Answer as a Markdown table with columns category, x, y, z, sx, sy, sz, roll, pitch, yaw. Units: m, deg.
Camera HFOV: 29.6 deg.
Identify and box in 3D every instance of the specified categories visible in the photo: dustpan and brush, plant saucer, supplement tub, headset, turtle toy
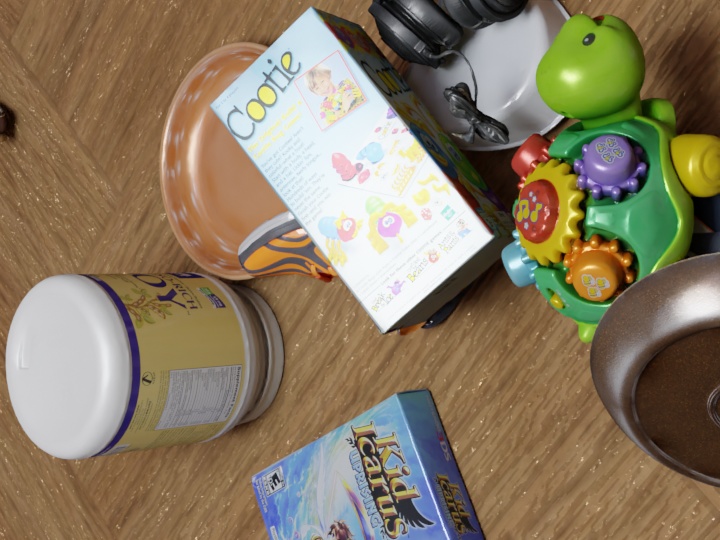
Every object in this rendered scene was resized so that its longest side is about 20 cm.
| category | x | y | z | sx | sy | sz | roll | pitch | yaw |
| --- | --- | --- | --- | --- | --- | --- | --- | --- | --- |
| dustpan and brush | 0.128 | -0.135 | 0.974 | 0.199 | 0.057 | 0.141 | 30 | 97 | 43 |
| plant saucer | 0.233 | 0.071 | 0.800 | 0.199 | 0.200 | 0.032 | -28 | 31 | 37 |
| plant saucer | -0.095 | -0.093 | 1.170 | 0.199 | 0.037 | 0.202 | 0 | 90 | 42 |
| supplement tub | -0.175 | 0.075 | 1.132 | 0.145 | 0.199 | 0.147 | 1 | 91 | 40 |
| headset | 0.071 | -0.181 | 0.965 | 0.123 | 0.094 | 0.201 | -30 | 41 | 31 |
| turtle toy | 0.147 | -0.056 | 0.844 | 0.145 | 0.100 | 0.202 | 9 | 94 | 61 |

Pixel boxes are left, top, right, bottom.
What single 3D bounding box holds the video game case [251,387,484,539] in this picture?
| category | x | y | z | sx | sy | sz | roll | pitch | yaw |
| --- | --- | --- | --- | --- | --- | --- | --- | --- | --- |
| video game case | 0.012 | 0.221 | 1.073 | 0.181 | 0.045 | 0.201 | -33 | 69 | 35 |

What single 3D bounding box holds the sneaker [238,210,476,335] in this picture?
| category | x | y | z | sx | sy | sz | roll | pitch | yaw |
| --- | --- | --- | --- | --- | --- | --- | --- | --- | --- |
| sneaker | 0.000 | 0.000 | 1.042 | 0.199 | 0.077 | 0.113 | -17 | 80 | 25 |

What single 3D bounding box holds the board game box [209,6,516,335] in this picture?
| category | x | y | z | sx | sy | sz | roll | pitch | yaw |
| --- | --- | --- | --- | --- | --- | --- | --- | --- | --- |
| board game box | 0.007 | -0.070 | 0.954 | 0.105 | 0.103 | 0.201 | -40 | 80 | 17 |

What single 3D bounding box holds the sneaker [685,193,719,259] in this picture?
| category | x | y | z | sx | sy | sz | roll | pitch | yaw |
| --- | --- | --- | --- | --- | --- | --- | --- | --- | --- |
| sneaker | 0.253 | -0.017 | 0.841 | 0.199 | 0.078 | 0.080 | 34 | 117 | 37 |

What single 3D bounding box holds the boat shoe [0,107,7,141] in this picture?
| category | x | y | z | sx | sy | sz | roll | pitch | yaw |
| --- | --- | --- | --- | --- | --- | --- | --- | --- | --- |
| boat shoe | -0.439 | -0.185 | 1.444 | 0.199 | 0.070 | 0.071 | 22 | 108 | 39 |
